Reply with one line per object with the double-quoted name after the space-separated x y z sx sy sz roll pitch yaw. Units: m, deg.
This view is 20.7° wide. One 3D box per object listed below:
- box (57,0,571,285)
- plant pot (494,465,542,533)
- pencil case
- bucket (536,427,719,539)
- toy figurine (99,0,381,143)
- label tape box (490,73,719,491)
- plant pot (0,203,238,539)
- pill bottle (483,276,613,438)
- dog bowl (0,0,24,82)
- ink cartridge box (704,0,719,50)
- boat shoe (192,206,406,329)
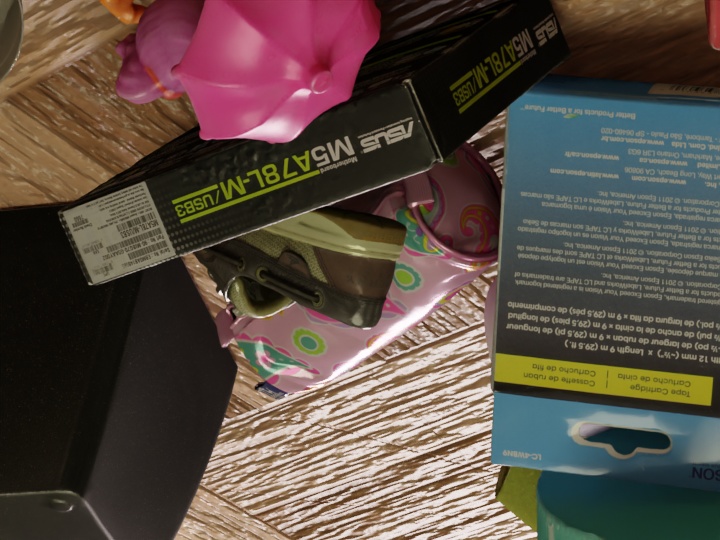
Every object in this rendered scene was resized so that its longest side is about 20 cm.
-0.018 -0.068 0.953 0.199 0.193 0.048 -18 100 28 "box"
0.193 0.132 1.244 0.199 0.188 0.188 19 145 1 "plant pot"
0.000 0.000 1.128 0.087 0.088 0.200 24 142 -28 "pencil case"
0.188 0.171 1.065 0.205 0.207 0.136 -4 107 11 "bucket"
-0.059 -0.136 0.848 0.199 0.185 0.150 -14 142 26 "toy figurine"
0.145 0.005 1.021 0.142 0.066 0.202 6 106 14 "label tape box"
-0.203 0.092 1.203 0.198 0.179 0.200 -4 145 13 "plant pot"
0.178 0.019 1.115 0.199 0.112 0.111 -24 137 34 "pill bottle"
-0.258 -0.153 0.955 0.198 0.059 0.201 3 146 2 "dog bowl"
0.215 -0.191 0.828 0.144 0.084 0.201 -2 145 8 "ink cartridge box"
-0.055 -0.008 1.072 0.071 0.067 0.200 12 178 -41 "boat shoe"
